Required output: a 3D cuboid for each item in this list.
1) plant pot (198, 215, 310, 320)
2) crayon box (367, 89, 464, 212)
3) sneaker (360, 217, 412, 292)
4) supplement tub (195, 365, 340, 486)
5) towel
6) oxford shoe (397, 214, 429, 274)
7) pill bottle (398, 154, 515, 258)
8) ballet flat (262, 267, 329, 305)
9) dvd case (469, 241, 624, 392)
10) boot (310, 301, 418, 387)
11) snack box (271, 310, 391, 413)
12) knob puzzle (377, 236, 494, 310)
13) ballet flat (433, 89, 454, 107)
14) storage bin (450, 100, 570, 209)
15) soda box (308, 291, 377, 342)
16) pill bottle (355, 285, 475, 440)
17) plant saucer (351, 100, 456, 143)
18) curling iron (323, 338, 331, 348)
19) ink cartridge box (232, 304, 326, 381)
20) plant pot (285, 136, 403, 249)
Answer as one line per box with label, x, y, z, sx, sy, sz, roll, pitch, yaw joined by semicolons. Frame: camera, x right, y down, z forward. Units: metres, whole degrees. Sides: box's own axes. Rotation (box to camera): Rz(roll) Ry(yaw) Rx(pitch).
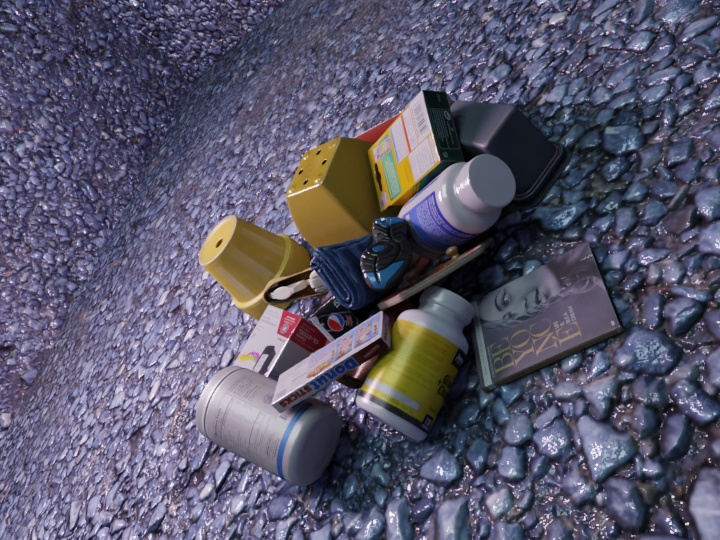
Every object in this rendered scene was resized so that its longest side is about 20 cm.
plant pot;-0.245;-0.017;1.333;0.200;0.189;0.201;-32;38;30
crayon box;0.088;-0.194;1.012;0.200;0.051;0.126;-35;63;58
sneaker;0.046;-0.011;0.906;0.073;0.082;0.200;0;26;10
supplement tub;-0.144;0.241;0.948;0.199;0.132;0.132;16;70;29
towel;0.000;0.000;0.974;0.049;0.112;0.200;-41;-8;21
oxford shoe;0.102;-0.089;1.070;0.071;0.074;0.201;-17;45;46
pill bottle;0.149;-0.099;0.934;0.200;0.112;0.112;-35;31;61
ballet flat;-0.103;0.030;1.182;0.199;0.069;0.063;-19;7;16
dvd case;0.237;0.062;0.810;0.200;0.016;0.149;-33;38;29
boot;0.010;0.117;1.006;0.200;0.074;0.155;4;54;55
snack box;-0.042;0.132;0.866;0.200;0.024;0.072;-34;19;19
knob puzzle;0.099;0.004;0.916;0.219;0.031;0.220;-30;-1;0
ballet flat;0.119;-0.219;1.067;0.062;0.067;0.200;-84;9;-49
storage bin;0.209;-0.195;0.984;0.146;0.134;0.200;-54;31;-2
soda box;-0.017;0.050;1.011;0.063;0.071;0.200;-41;4;21
pill bottle;0.084;0.127;0.850;0.112;0.112;0.200;10;67;54
plant saucer;0.111;-0.276;1.181;0.200;0.199;0.037;-17;89;42
curling iron;-0.049;0.105;1.002;0.049;0.026;0.200;-28;18;27
ink cartridge box;-0.166;0.181;1.139;0.146;0.083;0.200;11;68;55
plant pot;-0.025;-0.145;1.168;0.194;0.200;0.196;-11;50;46
